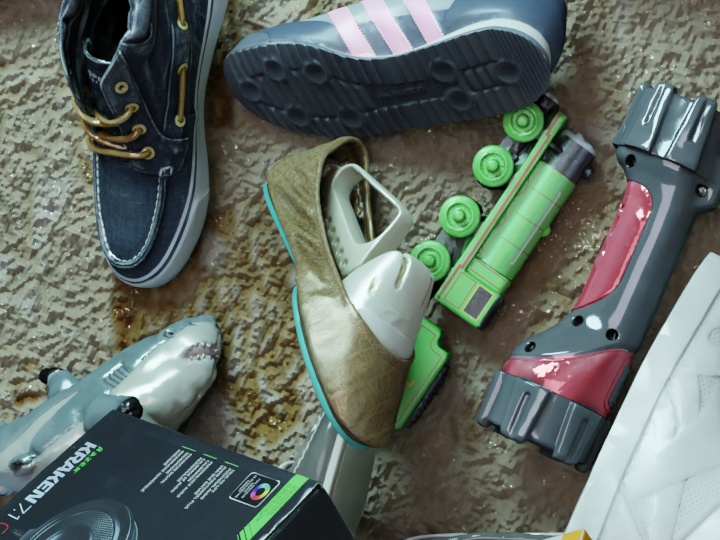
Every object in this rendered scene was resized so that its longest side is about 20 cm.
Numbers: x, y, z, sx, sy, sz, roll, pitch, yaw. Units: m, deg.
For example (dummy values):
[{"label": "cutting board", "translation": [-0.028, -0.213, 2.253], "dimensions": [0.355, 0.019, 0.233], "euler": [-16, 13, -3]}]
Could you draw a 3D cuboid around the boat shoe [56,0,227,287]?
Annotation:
[{"label": "boat shoe", "translation": [-0.129, -0.087, 1.149], "dimensions": [0.070, 0.091, 0.202], "euler": [14, 103, 28]}]

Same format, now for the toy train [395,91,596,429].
[{"label": "toy train", "translation": [0.057, -0.003, 1.129], "dimensions": [0.056, 0.042, 0.201], "euler": [35, 94, 8]}]

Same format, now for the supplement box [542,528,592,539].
[{"label": "supplement box", "translation": [0.050, 0.215, 1.020], "dimensions": [0.199, 0.074, 0.126], "euler": [-23, 115, 34]}]

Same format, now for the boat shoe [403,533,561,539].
[{"label": "boat shoe", "translation": [0.094, 0.168, 1.078], "dimensions": [0.198, 0.057, 0.068], "euler": [1, 83, 17]}]

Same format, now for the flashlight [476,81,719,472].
[{"label": "flashlight", "translation": [0.128, 0.001, 1.096], "dimensions": [0.068, 0.067, 0.201], "euler": [16, 82, 62]}]

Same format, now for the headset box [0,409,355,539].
[{"label": "headset box", "translation": [-0.105, 0.173, 1.008], "dimensions": [0.174, 0.093, 0.199], "euler": [-43, 32, -24]}]

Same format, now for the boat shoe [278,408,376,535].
[{"label": "boat shoe", "translation": [-0.039, 0.153, 1.114], "dimensions": [0.057, 0.067, 0.202], "euler": [16, 99, 20]}]

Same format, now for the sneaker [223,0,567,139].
[{"label": "sneaker", "translation": [0.022, -0.123, 1.150], "dimensions": [0.198, 0.070, 0.082], "euler": [0, 43, 27]}]

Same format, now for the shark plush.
[{"label": "shark plush", "translation": [-0.164, 0.089, 1.188], "dimensions": [0.199, 0.091, 0.084], "euler": [-25, 51, 27]}]

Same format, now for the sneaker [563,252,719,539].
[{"label": "sneaker", "translation": [0.180, 0.095, 1.048], "dimensions": [0.115, 0.074, 0.201], "euler": [23, 66, 9]}]

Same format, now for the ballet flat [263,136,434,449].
[{"label": "ballet flat", "translation": [0.000, 0.000, 1.095], "dimensions": [0.072, 0.068, 0.201], "euler": [-36, 40, 19]}]
